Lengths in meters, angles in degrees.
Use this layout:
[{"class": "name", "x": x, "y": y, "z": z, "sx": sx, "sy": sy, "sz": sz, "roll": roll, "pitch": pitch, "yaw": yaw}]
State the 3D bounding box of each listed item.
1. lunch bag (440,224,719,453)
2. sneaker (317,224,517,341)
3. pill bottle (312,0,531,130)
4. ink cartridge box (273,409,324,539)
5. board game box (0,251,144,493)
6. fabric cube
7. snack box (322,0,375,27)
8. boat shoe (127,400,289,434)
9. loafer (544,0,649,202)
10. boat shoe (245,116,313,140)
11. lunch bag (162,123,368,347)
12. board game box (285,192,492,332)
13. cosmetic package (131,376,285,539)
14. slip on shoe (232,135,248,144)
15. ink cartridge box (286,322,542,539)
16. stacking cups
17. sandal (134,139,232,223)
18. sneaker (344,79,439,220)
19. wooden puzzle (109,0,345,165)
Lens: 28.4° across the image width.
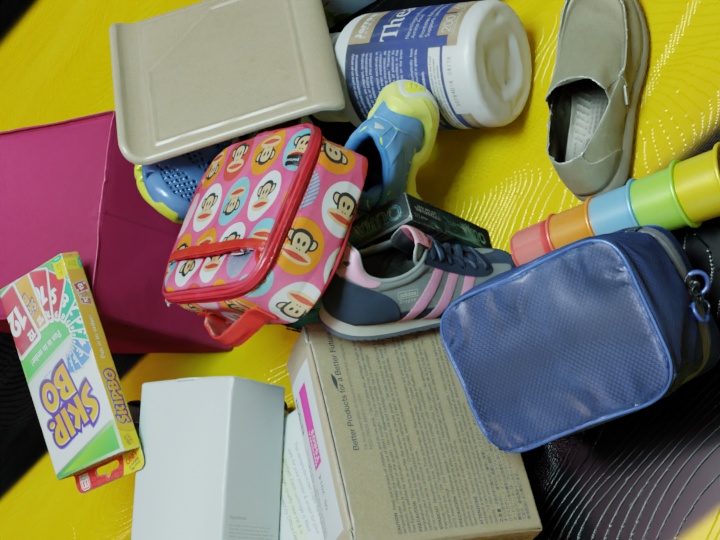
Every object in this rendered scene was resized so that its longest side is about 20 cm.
[{"class": "lunch bag", "x": 0.182, "y": 0.047, "z": 1.116, "sx": 0.199, "sy": 0.132, "sz": 0.137, "roll": -24, "pitch": 85, "yaw": 32}, {"class": "sneaker", "x": 0.059, "y": -0.001, "z": 1.178, "sx": 0.070, "sy": 0.199, "sz": 0.082, "roll": 41, "pitch": 133, "yaw": 41}, {"class": "pill bottle", "x": 0.045, "y": -0.181, "z": 1.292, "sx": 0.199, "sy": 0.111, "sz": 0.112, "roll": 1, "pitch": 78, "yaw": 36}, {"class": "ink cartridge box", "x": -0.044, "y": 0.213, "z": 1.270, "sx": 0.200, "sy": 0.083, "sz": 0.146, "roll": -35, "pitch": 59, "yaw": 25}, {"class": "board game box", "x": -0.257, "y": 0.094, "z": 1.267, "sx": 0.095, "sy": 0.030, "sz": 0.201, "roll": -26, "pitch": 82, "yaw": 35}, {"class": "fabric cube", "x": -0.252, "y": -0.030, "z": 1.416, "sx": 0.195, "sy": 0.199, "sz": 0.201, "roll": -3, "pitch": 76, "yaw": 37}, {"class": "snack box", "x": -0.049, "y": -0.314, "z": 1.341, "sx": 0.168, "sy": 0.200, "sz": 0.068, "roll": -25, "pitch": 64, "yaw": 28}, {"class": "boat shoe", "x": -0.154, "y": 0.141, "z": 1.378, "sx": 0.199, "sy": 0.072, "sz": 0.068, "roll": -15, "pitch": 73, "yaw": 35}, {"class": "loafer", "x": 0.196, "y": -0.160, "z": 1.202, "sx": 0.075, "sy": 0.068, "sz": 0.201, "roll": -7, "pitch": 74, "yaw": 35}, {"class": "boat shoe", "x": -0.107, "y": -0.072, "z": 1.324, "sx": 0.071, "sy": 0.070, "sz": 0.200, "roll": 31, "pitch": 78, "yaw": 15}, {"class": "lunch bag", "x": -0.085, "y": -0.022, "z": 1.171, "sx": 0.200, "sy": 0.082, "sz": 0.177, "roll": -8, "pitch": 58, "yaw": 59}, {"class": "board game box", "x": 0.000, "y": 0.000, "z": 1.262, "sx": 0.199, "sy": 0.135, "sz": 0.028, "roll": -27, "pitch": 64, "yaw": 28}, {"class": "cosmetic package", "x": -0.133, "y": 0.196, "z": 1.238, "sx": 0.112, "sy": 0.081, "sz": 0.201, "roll": -5, "pitch": 74, "yaw": 36}, {"class": "slip on shoe", "x": -0.090, "y": -0.062, "z": 1.397, "sx": 0.061, "sy": 0.076, "sz": 0.201, "roll": 128, "pitch": 129, "yaw": -65}, {"class": "ink cartridge box", "x": 0.040, "y": 0.141, "z": 1.167, "sx": 0.075, "sy": 0.164, "sz": 0.201, "roll": 118, "pitch": 144, "yaw": -55}, {"class": "stacking cups", "x": 0.217, "y": -0.045, "z": 1.171, "sx": 0.199, "sy": 0.060, "sz": 0.061, "roll": -21, "pitch": 66, "yaw": 36}, {"class": "sandal", "x": -0.145, "y": -0.128, "z": 1.305, "sx": 0.087, "sy": 0.079, "sz": 0.201, "roll": -33, "pitch": 31, "yaw": 39}, {"class": "sneaker", "x": 0.008, "y": -0.068, "z": 1.245, "sx": 0.075, "sy": 0.105, "sz": 0.201, "roll": 26, "pitch": 132, "yaw": 21}, {"class": "wooden puzzle", "x": -0.122, "y": -0.181, "z": 1.284, "sx": 0.199, "sy": 0.037, "sz": 0.186, "roll": -14, "pitch": 50, "yaw": 1}]
